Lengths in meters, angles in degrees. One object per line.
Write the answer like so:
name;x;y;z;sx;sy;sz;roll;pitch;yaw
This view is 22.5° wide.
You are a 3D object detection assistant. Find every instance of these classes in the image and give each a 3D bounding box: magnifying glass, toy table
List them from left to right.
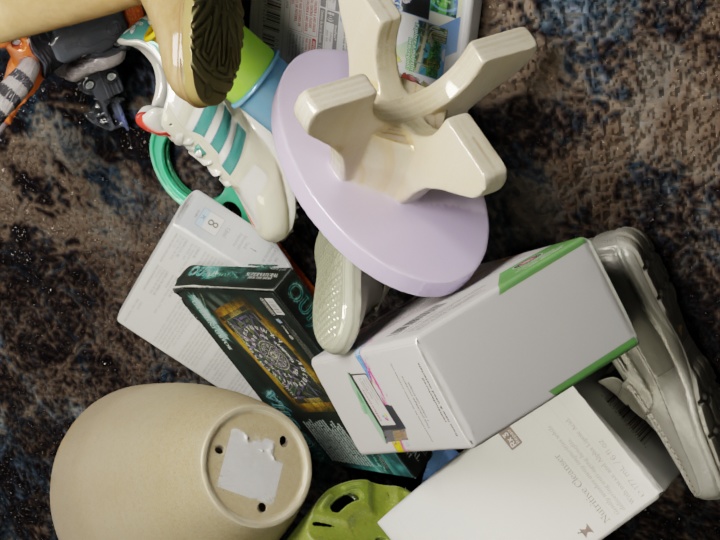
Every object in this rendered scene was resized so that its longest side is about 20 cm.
magnifying glass;-0.095;-0.041;1.440;0.200;0.022;0.080;50;132;-1
toy table;0.027;-0.096;1.205;0.200;0.184;0.117;48;145;15

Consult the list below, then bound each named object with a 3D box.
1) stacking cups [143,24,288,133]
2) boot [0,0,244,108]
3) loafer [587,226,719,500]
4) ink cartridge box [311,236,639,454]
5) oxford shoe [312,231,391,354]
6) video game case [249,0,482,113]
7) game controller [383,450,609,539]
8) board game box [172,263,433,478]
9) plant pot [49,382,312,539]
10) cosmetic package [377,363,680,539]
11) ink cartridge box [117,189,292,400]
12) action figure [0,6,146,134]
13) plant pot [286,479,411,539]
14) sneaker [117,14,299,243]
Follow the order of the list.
stacking cups;-0.063;-0.127;1.316;0.200;0.061;0.060;39;134;-18
boot;-0.178;-0.182;1.249;0.199;0.066;0.176;-7;70;26
loafer;0.201;0.068;1.256;0.070;0.070;0.201;-23;91;27
ink cartridge box;0.073;0.056;1.242;0.084;0.144;0.200;62;158;-4
oxford shoe;0.000;0.000;1.298;0.058;0.200;0.075;21;113;-9
video game case;0.004;-0.210;1.279;0.182;0.022;0.201;22;124;24
game controller;0.101;0.173;1.405;0.200;0.042;0.105;33;129;18
board game box;-0.045;0.076;1.387;0.135;0.028;0.200;2;135;51
plant pot;-0.124;0.167;1.427;0.188;0.187;0.200;58;149;-5
cosmetic package;0.123;0.161;1.312;0.200;0.081;0.113;-44;82;27
ink cartridge box;-0.083;0.041;1.457;0.200;0.047;0.160;32;141;-5
action figure;-0.225;-0.154;1.378;0.105;0.193;0.200;42;164;47
plant pot;-0.011;0.269;1.427;0.200;0.200;0.190;35;130;15
sneaker;-0.118;-0.105;1.361;0.070;0.093;0.201;11;123;67
